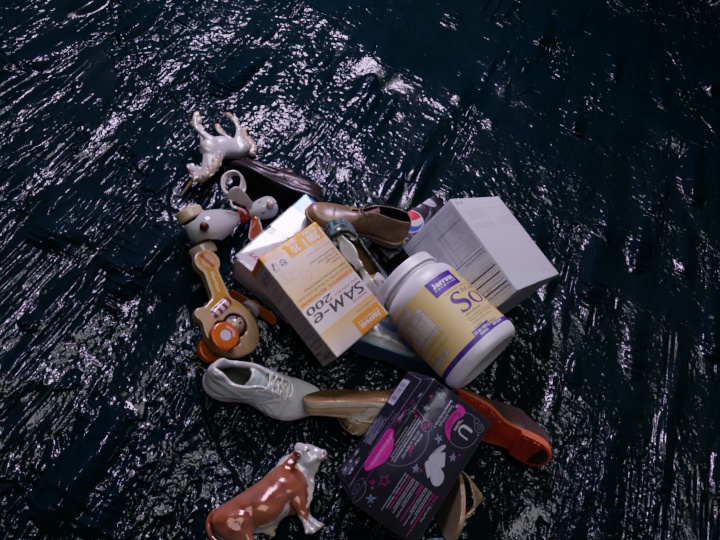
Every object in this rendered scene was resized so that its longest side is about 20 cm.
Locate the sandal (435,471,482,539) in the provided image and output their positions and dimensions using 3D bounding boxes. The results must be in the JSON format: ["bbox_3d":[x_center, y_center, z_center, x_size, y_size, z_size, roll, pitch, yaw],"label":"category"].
[{"bbox_3d":[0.152,0.329,0.783,0.069,0.212,0.078,23,99,-9],"label":"sandal"}]

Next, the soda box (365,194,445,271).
[{"bbox_3d":[0.100,-0.075,1.061,0.200,0.071,0.063,-34,74,-29],"label":"soda box"}]

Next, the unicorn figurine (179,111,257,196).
[{"bbox_3d":[-0.293,-0.250,1.045,0.200,0.074,0.138,-22,80,-32],"label":"unicorn figurine"}]

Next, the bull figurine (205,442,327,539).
[{"bbox_3d":[-0.121,0.346,0.758,0.200,0.065,0.122,-27,68,-27],"label":"bull figurine"}]

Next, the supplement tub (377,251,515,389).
[{"bbox_3d":[0.138,0.079,0.861,0.145,0.146,0.200,-31,64,-28],"label":"supplement tub"}]

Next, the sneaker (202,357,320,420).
[{"bbox_3d":[-0.153,0.191,0.830,0.200,0.080,0.071,15,57,-12],"label":"sneaker"}]

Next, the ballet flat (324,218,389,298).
[{"bbox_3d":[0.000,0.000,0.914,0.200,0.074,0.074,52,57,-14],"label":"ballet flat"}]

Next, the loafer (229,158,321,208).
[{"bbox_3d":[-0.168,-0.176,1.051,0.199,0.073,0.071,24,44,-4],"label":"loafer"}]

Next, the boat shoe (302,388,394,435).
[{"bbox_3d":[0.000,0.236,0.844,0.199,0.074,0.069,7,91,-21],"label":"boat shoe"}]

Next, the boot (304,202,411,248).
[{"bbox_3d":[-0.001,-0.101,0.951,0.199,0.076,0.074,11,56,-14],"label":"boot"}]

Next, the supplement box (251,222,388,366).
[{"bbox_3d":[-0.067,0.038,0.854,0.126,0.074,0.200,-37,87,-31],"label":"supplement box"}]

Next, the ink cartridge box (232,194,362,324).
[{"bbox_3d":[-0.117,-0.023,0.960,0.144,0.084,0.200,39,57,6],"label":"ink cartridge box"}]

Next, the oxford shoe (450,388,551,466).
[{"bbox_3d":[0.245,0.267,0.921,0.200,0.071,0.073,34,29,8],"label":"oxford shoe"}]

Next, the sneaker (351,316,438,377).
[{"bbox_3d":[0.081,0.131,0.935,0.199,0.077,0.081,23,56,-4],"label":"sneaker"}]

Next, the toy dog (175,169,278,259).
[{"bbox_3d":[-0.240,-0.099,0.947,0.132,0.096,0.200,48,64,-15],"label":"toy dog"}]

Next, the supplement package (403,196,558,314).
[{"bbox_3d":[0.230,-0.018,0.987,0.191,0.147,0.200,-12,63,-48],"label":"supplement package"}]

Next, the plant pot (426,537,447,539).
[{"bbox_3d":[0.107,0.444,0.668,0.200,0.135,0.200,10,15,-3],"label":"plant pot"}]

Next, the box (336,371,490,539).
[{"bbox_3d":[0.075,0.268,0.766,0.115,0.132,0.200,39,78,-6],"label":"box"}]

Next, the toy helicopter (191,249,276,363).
[{"bbox_3d":[-0.230,0.053,0.887,0.132,0.079,0.200,-13,72,-41],"label":"toy helicopter"}]
